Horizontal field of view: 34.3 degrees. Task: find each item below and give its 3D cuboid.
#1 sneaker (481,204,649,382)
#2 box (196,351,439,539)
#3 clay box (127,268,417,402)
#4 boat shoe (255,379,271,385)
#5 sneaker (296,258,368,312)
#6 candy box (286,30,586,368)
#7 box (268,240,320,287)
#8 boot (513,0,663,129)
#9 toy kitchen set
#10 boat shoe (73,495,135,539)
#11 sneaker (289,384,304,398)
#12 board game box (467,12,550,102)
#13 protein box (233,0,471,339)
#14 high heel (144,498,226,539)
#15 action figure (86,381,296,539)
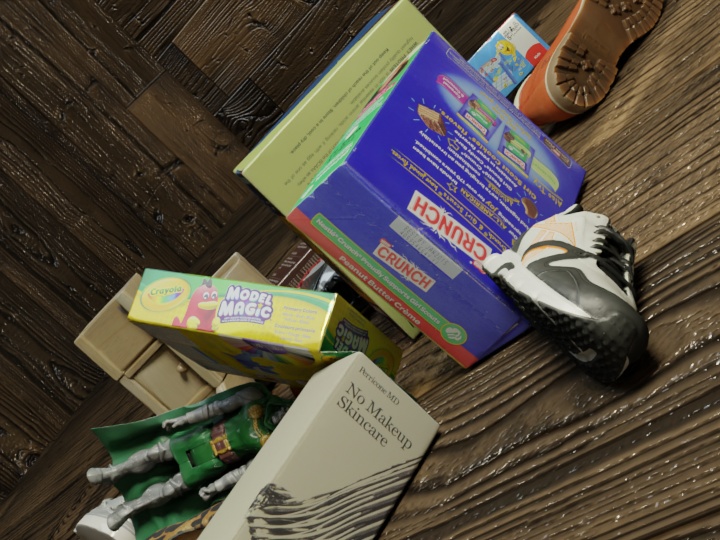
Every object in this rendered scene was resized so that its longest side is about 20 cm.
[{"bbox_3d":[0.124,0.001,0.665,0.080,0.074,0.200,-41,13,4],"label":"sneaker"},{"bbox_3d":[-0.037,0.153,0.729,0.068,0.082,0.201,-33,19,55],"label":"box"},{"bbox_3d":[-0.058,0.049,0.859,0.198,0.115,0.048,6,70,30],"label":"clay box"},{"bbox_3d":[-0.141,0.119,1.230,0.057,0.067,0.200,-62,-16,9],"label":"boat shoe"},{"bbox_3d":[0.000,0.000,1.171,0.201,0.071,0.098,-48,8,-11],"label":"sneaker"},{"bbox_3d":[0.064,-0.056,0.848,0.077,0.169,0.200,-42,11,39],"label":"candy box"},{"bbox_3d":[-0.033,-0.013,1.358,0.200,0.075,0.100,-50,10,-6],"label":"box"},{"bbox_3d":[0.215,-0.218,1.124,0.201,0.075,0.107,-53,7,-25],"label":"boot"},{"bbox_3d":[-0.145,0.098,1.030,0.163,0.200,0.181,-43,11,20],"label":"toy kitchen set"},{"bbox_3d":[-0.253,0.268,1.234,0.069,0.072,0.200,-52,2,-22],"label":"boat shoe"},{"bbox_3d":[-0.030,0.075,1.002,0.073,0.077,0.200,-48,9,0],"label":"sneaker"},{"bbox_3d":[0.116,-0.171,1.259,0.196,0.056,0.200,-46,-3,6],"label":"board game box"},{"bbox_3d":[0.029,-0.087,1.017,0.199,0.200,0.135,-47,10,-2],"label":"protein box"},{"bbox_3d":[-0.122,0.219,0.835,0.200,0.072,0.143,-41,2,-15],"label":"high heel"},{"bbox_3d":[-0.125,0.145,0.933,0.199,0.119,0.055,-28,-3,19],"label":"action figure"}]
